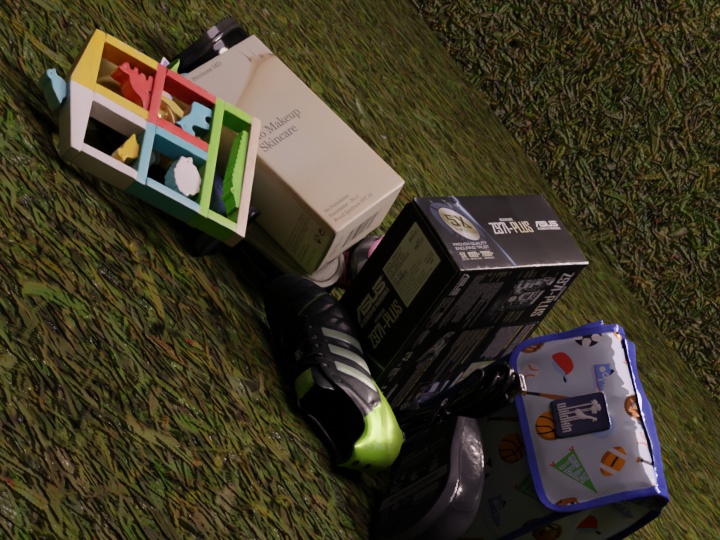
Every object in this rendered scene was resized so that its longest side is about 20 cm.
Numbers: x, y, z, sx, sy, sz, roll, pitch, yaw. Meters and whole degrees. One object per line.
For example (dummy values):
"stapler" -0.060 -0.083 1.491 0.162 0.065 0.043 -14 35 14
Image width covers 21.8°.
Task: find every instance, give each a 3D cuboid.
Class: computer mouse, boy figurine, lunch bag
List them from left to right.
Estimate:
"boy figurine" -0.172 -0.108 1.605 0.200 0.064 0.124 51 13 2
"computer mouse" 0.070 0.169 1.520 0.053 0.138 0.200 49 32 -18
"lunch bag" 0.161 0.156 1.600 0.124 0.199 0.171 24 47 -45

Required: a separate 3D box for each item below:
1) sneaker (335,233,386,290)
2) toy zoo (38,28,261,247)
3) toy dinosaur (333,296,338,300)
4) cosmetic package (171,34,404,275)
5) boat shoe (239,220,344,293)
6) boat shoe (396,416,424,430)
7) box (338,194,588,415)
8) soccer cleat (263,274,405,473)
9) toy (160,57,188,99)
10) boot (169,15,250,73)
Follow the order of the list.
"sneaker" 0.000 0.000 1.759 0.200 0.095 0.080 -10 100 -82
"toy zoo" -0.174 -0.116 1.535 0.199 0.020 0.132 29 47 -26
"toy dinosaur" 0.022 0.064 1.842 0.101 0.058 0.200 37 13 12
"cosmetic package" -0.070 -0.105 1.674 0.200 0.073 0.103 44 52 10
"boat shoe" -0.100 -0.046 1.712 0.200 0.072 0.068 46 -25 9
"boat shoe" 0.087 0.159 1.753 0.200 0.075 0.073 45 28 2
"box" 0.075 0.032 1.641 0.163 0.200 0.086 -3 50 -41
"soccer cleat" -0.032 0.081 1.560 0.081 0.068 0.201 10 42 -54
"toy" -0.125 -0.131 1.852 0.200 0.047 0.115 46 16 -16
"boot" -0.109 -0.184 1.981 0.158 0.079 0.211 52 13 5
